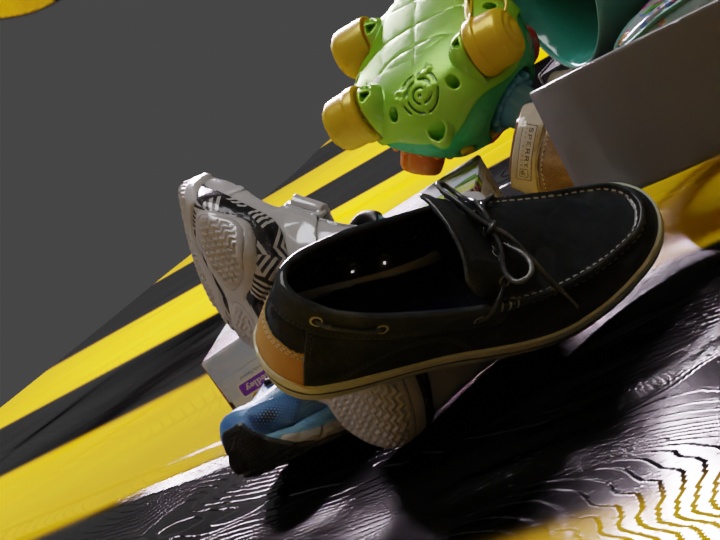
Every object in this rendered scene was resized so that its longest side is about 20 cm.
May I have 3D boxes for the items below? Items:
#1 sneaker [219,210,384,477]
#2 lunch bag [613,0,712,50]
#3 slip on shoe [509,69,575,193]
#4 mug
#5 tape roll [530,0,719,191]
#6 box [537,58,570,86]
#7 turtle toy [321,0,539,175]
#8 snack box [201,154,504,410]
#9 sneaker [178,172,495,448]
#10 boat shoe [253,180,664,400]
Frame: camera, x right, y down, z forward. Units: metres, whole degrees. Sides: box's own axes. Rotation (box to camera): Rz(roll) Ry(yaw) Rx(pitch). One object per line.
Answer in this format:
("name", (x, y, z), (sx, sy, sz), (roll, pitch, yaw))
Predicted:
("sneaker", (-0.024, 0.035, 1.026), (0.078, 0.090, 0.200), (-29, 11, 38))
("lunch bag", (0.257, -0.172, 1.161), (0.200, 0.077, 0.160), (-31, 7, 24))
("slip on shoe", (0.139, -0.085, 1.216), (0.060, 0.076, 0.200), (8, 10, 12))
("mug", (0.168, -0.217, 1.310), (0.114, 0.185, 0.152), (-27, 49, -15))
("tape roll", (0.186, -0.103, 0.954), (0.200, 0.066, 0.200), (-26, 2, 1))
("box", (0.254, -0.214, 1.577), (0.200, 0.050, 0.199), (-32, 7, 26))
("turtle toy", (0.061, -0.141, 1.283), (0.146, 0.101, 0.200), (-27, 35, 26))
("snack box", (0.003, 0.009, 1.221), (0.200, 0.053, 0.142), (-32, 6, 10))
("sneaker", (0.000, 0.000, 0.950), (0.115, 0.075, 0.200), (-28, 46, -24))
("boat shoe", (0.048, -0.001, 0.855), (0.200, 0.075, 0.062), (-17, -39, -16))
